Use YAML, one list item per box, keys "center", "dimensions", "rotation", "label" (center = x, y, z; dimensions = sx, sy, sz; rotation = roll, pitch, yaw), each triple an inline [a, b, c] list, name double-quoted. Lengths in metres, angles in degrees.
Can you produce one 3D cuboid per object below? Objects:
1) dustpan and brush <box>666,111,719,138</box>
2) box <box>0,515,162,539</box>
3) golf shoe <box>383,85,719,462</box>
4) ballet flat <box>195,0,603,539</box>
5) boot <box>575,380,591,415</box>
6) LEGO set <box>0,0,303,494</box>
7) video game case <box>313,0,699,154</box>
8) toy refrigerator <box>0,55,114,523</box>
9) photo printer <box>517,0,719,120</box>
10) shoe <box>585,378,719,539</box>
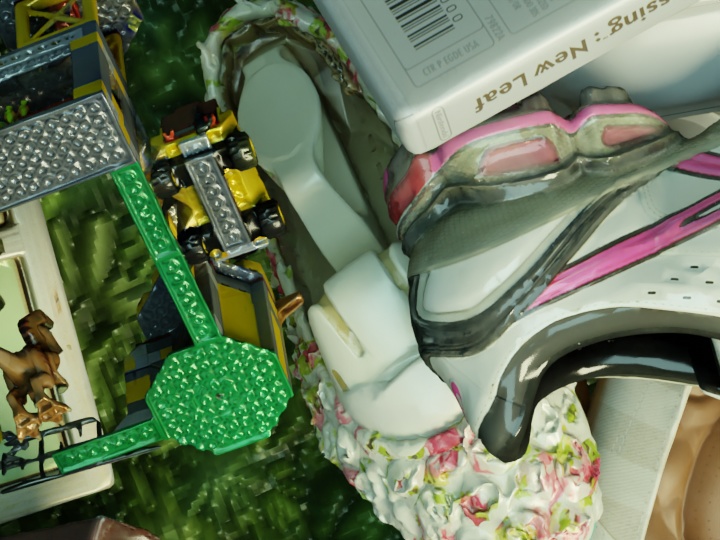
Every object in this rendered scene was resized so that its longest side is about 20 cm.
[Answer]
- center: [0.163, -0.021, 0.766]
  dimensions: [0.199, 0.057, 0.140]
  rotation: [31, 140, 27]
  label: "dustpan and brush"
- center: [-0.111, 0.136, 0.726]
  dimensions: [0.075, 0.199, 0.101]
  rotation: [30, 62, -33]
  label: "box"
- center: [0.110, -0.006, 0.678]
  dimensions: [0.199, 0.073, 0.093]
  rotation: [-13, 69, -2]
  label: "golf shoe"
- center: [0.000, 0.000, 0.734]
  dimensions: [0.075, 0.064, 0.201]
  rotation: [-35, 54, 6]
  label: "ballet flat"
- center: [0.084, 0.089, 0.787]
  dimensions: [0.154, 0.077, 0.201]
  rotation: [16, 86, -6]
  label: "boot"
- center: [-0.116, -0.013, 0.698]
  dimensions: [0.199, 0.116, 0.154]
  rotation: [-26, 126, 10]
  label: "LEGO set"
- center: [0.046, -0.148, 0.701]
  dimensions: [0.181, 0.022, 0.201]
  rotation: [-29, 59, -3]
  label: "video game case"
- center: [-0.138, -0.024, 0.773]
  dimensions: [0.075, 0.070, 0.201]
  rotation: [-16, 96, -21]
  label: "toy refrigerator"
- center: [0.116, -0.127, 0.732]
  dimensions: [0.198, 0.070, 0.167]
  rotation: [-10, 62, 4]
  label: "photo printer"
- center: [0.086, 0.074, 0.729]
  dimensions: [0.069, 0.053, 0.201]
  rotation: [16, 79, -21]
  label: "shoe"
